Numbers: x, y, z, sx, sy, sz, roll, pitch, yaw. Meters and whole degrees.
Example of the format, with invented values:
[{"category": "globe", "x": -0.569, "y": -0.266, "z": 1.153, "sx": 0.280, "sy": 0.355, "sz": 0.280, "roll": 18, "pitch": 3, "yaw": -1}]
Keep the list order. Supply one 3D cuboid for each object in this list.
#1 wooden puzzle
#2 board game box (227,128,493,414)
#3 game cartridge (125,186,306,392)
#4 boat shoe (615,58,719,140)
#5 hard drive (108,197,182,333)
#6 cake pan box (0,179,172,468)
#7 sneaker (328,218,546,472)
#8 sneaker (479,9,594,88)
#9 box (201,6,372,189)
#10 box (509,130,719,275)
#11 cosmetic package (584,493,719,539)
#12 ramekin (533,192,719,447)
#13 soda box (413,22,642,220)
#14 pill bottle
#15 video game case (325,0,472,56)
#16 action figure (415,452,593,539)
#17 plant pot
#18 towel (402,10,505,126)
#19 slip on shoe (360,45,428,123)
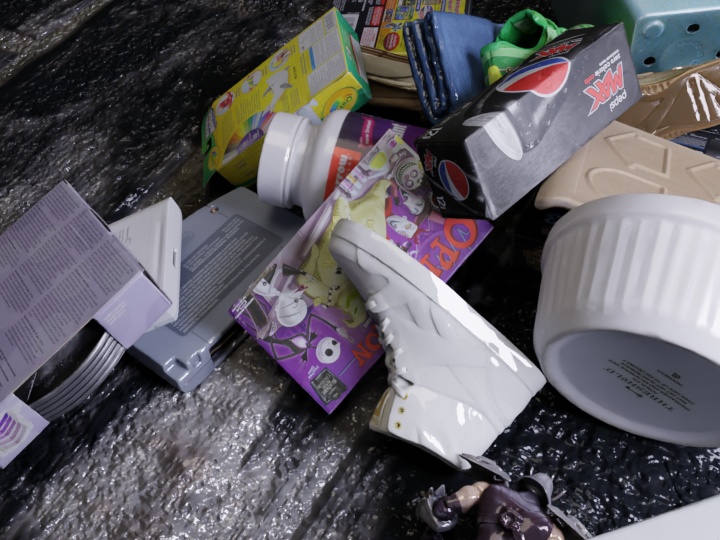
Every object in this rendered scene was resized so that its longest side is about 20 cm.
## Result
[{"category": "wooden puzzle", "x": 0.244, "y": -0.053, "z": 0.717, "sx": 0.196, "sy": 0.047, "sz": 0.186, "roll": 18, "pitch": 33, "yaw": 11}, {"category": "board game box", "x": 0.000, "y": 0.000, "z": 0.732, "sx": 0.120, "sy": 0.032, "sz": 0.201, "roll": 42, "pitch": 88, "yaw": 3}, {"category": "game cartridge", "x": -0.139, "y": 0.008, "z": 0.825, "sx": 0.132, "sy": 0.041, "sz": 0.200, "roll": 30, "pitch": 58, "yaw": 26}, {"category": "boat shoe", "x": 0.254, "y": -0.142, "z": 0.827, "sx": 0.195, "sy": 0.073, "sz": 0.065, "roll": -12, "pitch": 10, "yaw": 8}, {"category": "hard drive", "x": -0.248, "y": 0.023, "z": 0.792, "sx": 0.196, "sy": 0.027, "sz": 0.134, "roll": -22, "pitch": 46, "yaw": 13}, {"category": "cake pan box", "x": -0.266, "y": 0.035, "z": 0.739, "sx": 0.184, "sy": 0.053, "sz": 0.199, "roll": -46, "pitch": 45, "yaw": -8}, {"category": "sneaker", "x": 0.030, "y": 0.062, "z": 0.674, "sx": 0.199, "sy": 0.074, "sz": 0.116, "roll": 40, "pitch": 85, "yaw": 3}, {"category": "sneaker", "x": 0.174, "y": -0.203, "z": 0.827, "sx": 0.073, "sy": 0.085, "sz": 0.199, "roll": -13, "pitch": 15, "yaw": 41}, {"category": "box", "x": -0.084, "y": -0.166, "z": 0.922, "sx": 0.198, "sy": 0.048, "sz": 0.119, "roll": -31, "pitch": 44, "yaw": 20}, {"category": "box", "x": 0.260, "y": -0.057, "z": 0.816, "sx": 0.196, "sy": 0.050, "sz": 0.200, "roll": 17, "pitch": 53, "yaw": 22}, {"category": "cosmetic package", "x": 0.178, "y": 0.242, "z": 0.454, "sx": 0.163, "sy": 0.203, "sz": 0.169, "roll": -15, "pitch": 46, "yaw": -6}, {"category": "ramekin", "x": 0.214, "y": 0.045, "z": 0.638, "sx": 0.198, "sy": 0.204, "sz": 0.096, "roll": 15, "pitch": 61, "yaw": 21}, {"category": "soda box", "x": 0.137, "y": -0.121, "z": 0.713, "sx": 0.199, "sy": 0.072, "sz": 0.063, "roll": -38, "pitch": 26, "yaw": -27}, {"category": "pill bottle", "x": 0.012, "y": -0.080, "z": 0.809, "sx": 0.195, "sy": 0.113, "sz": 0.113, "roll": 14, "pitch": 50, "yaw": 6}, {"category": "video game case", "x": 0.046, "y": -0.310, "z": 1.093, "sx": 0.176, "sy": 0.026, "sz": 0.203, "roll": 2, "pitch": 48, "yaw": 10}, {"category": "action figure", "x": 0.076, "y": 0.205, "z": 0.597, "sx": 0.128, "sy": 0.070, "sz": 0.200, "roll": 21, "pitch": 50, "yaw": 34}, {"category": "plant pot", "x": 0.314, "y": -0.289, "z": 0.929, "sx": 0.191, "sy": 0.197, "sz": 0.204, "roll": -5, "pitch": 55, "yaw": 3}, {"category": "towel", "x": 0.121, "y": -0.179, "z": 0.853, "sx": 0.048, "sy": 0.114, "sz": 0.198, "roll": -19, "pitch": -9, "yaw": 41}, {"category": "slip on shoe", "x": 0.076, "y": -0.188, "z": 0.958, "sx": 0.195, "sy": 0.062, "sz": 0.076, "roll": 11, "pitch": 21, "yaw": -5}]
